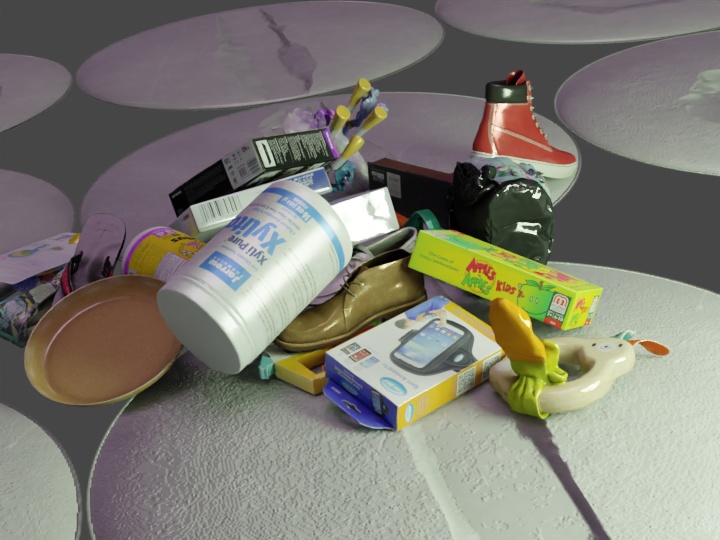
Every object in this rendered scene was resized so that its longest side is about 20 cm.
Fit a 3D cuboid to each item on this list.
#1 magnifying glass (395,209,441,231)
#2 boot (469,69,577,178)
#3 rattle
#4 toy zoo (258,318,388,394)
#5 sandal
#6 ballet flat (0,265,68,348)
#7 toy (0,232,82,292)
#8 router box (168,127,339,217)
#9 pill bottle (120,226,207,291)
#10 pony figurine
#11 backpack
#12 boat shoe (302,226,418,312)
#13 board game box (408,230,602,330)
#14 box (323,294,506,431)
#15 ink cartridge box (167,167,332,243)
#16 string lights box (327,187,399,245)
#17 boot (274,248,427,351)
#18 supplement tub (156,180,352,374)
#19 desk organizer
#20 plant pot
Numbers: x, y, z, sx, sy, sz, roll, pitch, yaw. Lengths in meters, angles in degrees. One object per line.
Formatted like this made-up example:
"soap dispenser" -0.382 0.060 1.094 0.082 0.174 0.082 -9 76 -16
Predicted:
"magnifying glass" 0.071 -0.051 1.714 0.022 0.080 0.200 -15 16 -12
"boot" 0.251 -0.212 1.862 0.200 0.145 0.072 4 9 -40
"rattle" 0.230 0.061 1.357 0.200 0.143 0.130 -20 9 -13
"toy zoo" -0.029 0.088 1.491 0.200 0.020 0.131 -21 29 -27
"sandal" -0.339 0.009 1.597 0.075 0.045 0.200 9 62 -3
"ballet flat" -0.382 0.043 1.641 0.074 0.074 0.200 12 33 34
"toy" -0.434 -0.004 1.758 0.115 0.047 0.200 7 25 34
"router box" -0.149 -0.131 1.781 0.200 0.051 0.149 -26 -8 42
"pill bottle" -0.205 0.017 1.588 0.104 0.104 0.200 -25 31 -34
"pony figurine" -0.040 -0.185 1.889 0.166 0.200 0.193 37 37 -5
"backpack" 0.178 -0.068 1.639 0.126 0.167 0.200 6 20 -11
"boat shoe" 0.000 0.000 1.617 0.200 0.066 0.072 -22 30 -29
"board game box" 0.167 0.008 1.478 0.200 0.048 0.102 22 11 24
"box" 0.056 0.101 1.398 0.200 0.042 0.119 -24 42 -36
"ink cartridge box" -0.162 -0.078 1.744 0.196 0.043 0.200 -20 0 -24
"string lights box" -0.045 -0.059 1.680 0.103 0.059 0.200 -20 6 -26
"boot" -0.015 0.032 1.494 0.200 0.076 0.074 -23 34 -23
"supplement tub" -0.116 0.005 1.442 0.132 0.132 0.200 17 52 40
"desk organizer" 0.109 -0.115 1.829 0.200 0.072 0.077 18 32 41
"plant pot" -0.292 0.085 1.496 0.200 0.028 0.200 -8 45 8
